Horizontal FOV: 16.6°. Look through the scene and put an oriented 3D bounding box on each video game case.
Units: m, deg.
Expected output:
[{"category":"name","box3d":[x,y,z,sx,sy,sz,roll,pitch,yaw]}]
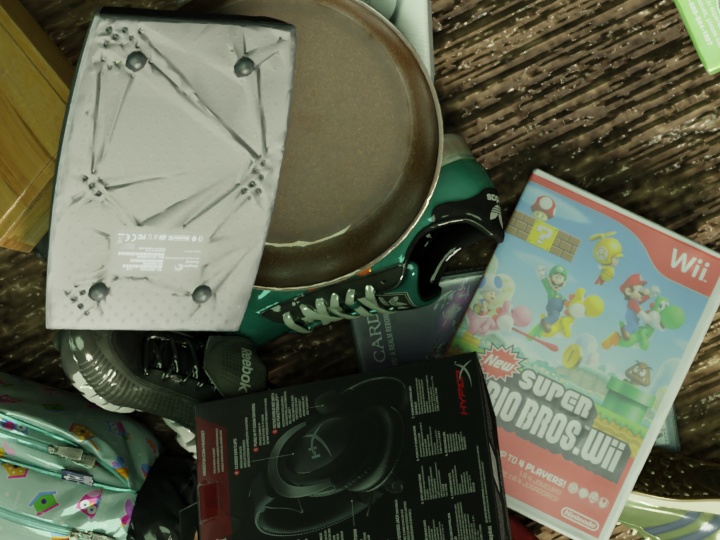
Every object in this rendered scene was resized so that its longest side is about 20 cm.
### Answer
[{"category":"video game case","box3d":[0.100,0.065,1.605,0.199,0.019,0.144,-8,105,7]},{"category":"video game case","box3d":[0.130,0.055,1.548,0.142,0.017,0.201,25,85,10]}]

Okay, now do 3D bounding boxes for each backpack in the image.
[{"category":"backpack","box3d":[-0.203,0.141,1.587,0.199,0.167,0.127,18,88,2]}]

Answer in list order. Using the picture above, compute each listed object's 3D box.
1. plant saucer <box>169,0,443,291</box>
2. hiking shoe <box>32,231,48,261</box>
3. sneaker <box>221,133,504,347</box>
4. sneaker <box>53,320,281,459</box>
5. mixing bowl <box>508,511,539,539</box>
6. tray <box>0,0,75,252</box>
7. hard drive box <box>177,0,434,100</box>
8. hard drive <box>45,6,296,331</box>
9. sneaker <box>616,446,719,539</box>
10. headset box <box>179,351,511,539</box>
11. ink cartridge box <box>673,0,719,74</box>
[{"category":"plant saucer","box3d":[-0.049,-0.085,1.487,0.199,0.032,0.201,1,114,3]},{"category":"hiking shoe","box3d":[-0.166,-0.040,1.571,0.100,0.076,0.201,-27,111,0]},{"category":"sneaker","box3d":[0.000,0.000,1.551,0.200,0.071,0.080,-35,66,12]},{"category":"sneaker","box3d":[-0.107,0.063,1.538,0.090,0.067,0.200,-12,150,29]},{"category":"mixing bowl","box3d":[0.032,0.201,1.578,0.200,0.200,0.109,-30,71,11]},{"category":"tray","box3d":[-0.235,-0.116,1.507,0.099,0.037,0.200,-49,61,15]},{"category":"hard drive box","box3d":[-0.036,-0.208,1.504,0.155,0.077,0.201,-3,106,4]},{"category":"hard drive","box3d":[-0.115,-0.059,1.440,0.134,0.042,0.201,1,118,-22]},{"category":"sneaker","box3d":[0.209,0.169,1.594,0.199,0.067,0.090,8,116,-8]},{"category":"headset box","box3d":[-0.013,0.145,1.479,0.199,0.149,0.077,-12,142,7]},{"category":"ink cartridge box","box3d":[0.266,-0.230,1.473,0.199,0.084,0.146,-24,104,10]}]
